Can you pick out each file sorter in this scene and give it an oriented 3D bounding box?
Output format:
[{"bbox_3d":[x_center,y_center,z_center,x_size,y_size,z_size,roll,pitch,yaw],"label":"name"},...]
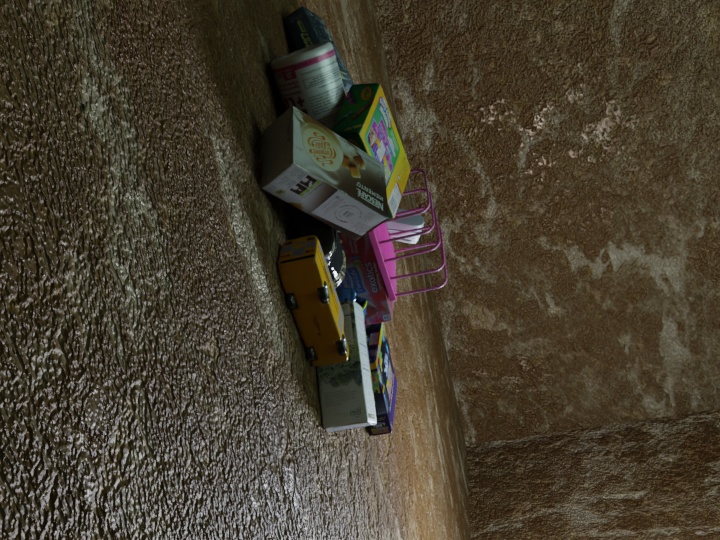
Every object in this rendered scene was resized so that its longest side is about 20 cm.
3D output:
[{"bbox_3d":[0.091,-0.071,1.547,0.141,0.122,0.203,-90,165,-47],"label":"file sorter"}]

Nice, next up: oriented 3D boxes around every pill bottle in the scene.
[{"bbox_3d":[-0.073,-0.274,1.374,0.114,0.110,0.205,-73,148,-68],"label":"pill bottle"}]

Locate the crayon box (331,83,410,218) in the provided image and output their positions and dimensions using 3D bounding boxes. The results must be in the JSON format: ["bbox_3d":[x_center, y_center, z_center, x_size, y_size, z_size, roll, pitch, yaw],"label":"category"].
[{"bbox_3d":[0.022,-0.201,1.372,0.202,0.057,0.121,64,38,-45],"label":"crayon box"}]

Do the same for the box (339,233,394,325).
[{"bbox_3d":[0.000,0.000,1.594,0.096,0.097,0.205,-75,153,-66],"label":"box"}]

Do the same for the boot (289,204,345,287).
[{"bbox_3d":[-0.071,-0.080,1.352,0.151,0.071,0.204,74,1,-62],"label":"boot"}]

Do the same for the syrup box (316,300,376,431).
[{"bbox_3d":[-0.028,0.161,1.346,0.081,0.077,0.206,44,37,-74],"label":"syrup box"}]

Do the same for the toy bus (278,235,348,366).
[{"bbox_3d":[-0.070,0.053,1.252,0.079,0.063,0.203,-89,165,-53],"label":"toy bus"}]

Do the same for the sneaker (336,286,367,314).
[{"bbox_3d":[-0.016,0.093,1.488,0.201,0.076,0.067,67,14,-57],"label":"sneaker"}]

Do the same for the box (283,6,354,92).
[{"bbox_3d":[-0.078,-0.429,1.598,0.160,0.050,0.200,63,13,-6],"label":"box"}]

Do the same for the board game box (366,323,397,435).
[{"bbox_3d":[0.033,0.221,1.702,0.201,0.055,0.169,-77,154,-66],"label":"board game box"}]

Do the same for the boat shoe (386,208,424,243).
[{"bbox_3d":[0.032,-0.093,1.661,0.074,0.195,0.066,-78,-179,-52],"label":"boat shoe"}]

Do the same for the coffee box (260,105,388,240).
[{"bbox_3d":[-0.053,-0.145,1.234,0.198,0.079,0.117,28,47,-36],"label":"coffee box"}]
